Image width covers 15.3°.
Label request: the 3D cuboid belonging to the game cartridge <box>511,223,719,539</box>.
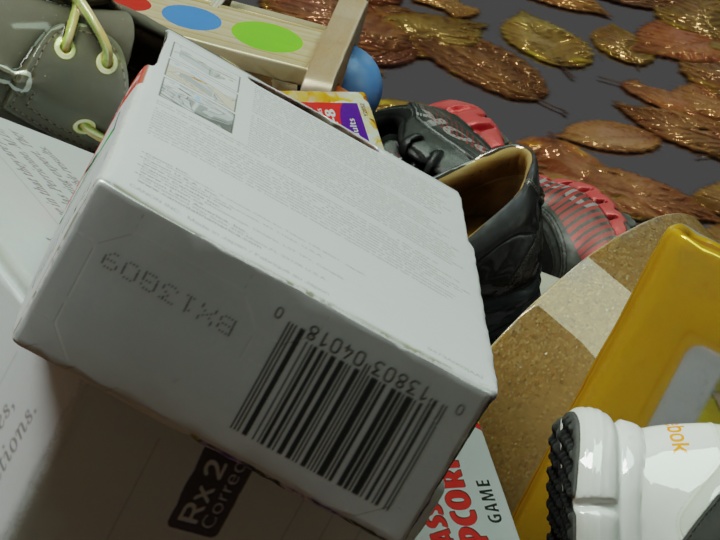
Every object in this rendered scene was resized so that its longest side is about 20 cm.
[{"bbox_3d":[0.125,0.114,0.826,0.176,0.201,0.032,29,10,8],"label":"game cartridge"}]

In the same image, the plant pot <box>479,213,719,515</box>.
[{"bbox_3d":[0.130,0.114,0.919,0.200,0.187,0.186,40,33,20],"label":"plant pot"}]

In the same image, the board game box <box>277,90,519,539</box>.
[{"bbox_3d":[-0.019,0.068,0.845,0.046,0.152,0.201,-1,57,-30],"label":"board game box"}]

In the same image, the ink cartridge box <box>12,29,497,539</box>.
[{"bbox_3d":[-0.025,-0.004,0.724,0.109,0.051,0.200,29,13,-8],"label":"ink cartridge box"}]

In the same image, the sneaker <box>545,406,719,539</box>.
[{"bbox_3d":[0.096,0.139,0.786,0.079,0.201,0.074,-1,14,-4],"label":"sneaker"}]

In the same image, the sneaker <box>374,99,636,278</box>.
[{"bbox_3d":[0.054,-0.025,1.266,0.097,0.071,0.200,4,23,-36],"label":"sneaker"}]

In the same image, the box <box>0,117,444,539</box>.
[{"bbox_3d":[-0.112,0.078,0.779,0.130,0.200,0.200,20,16,-38],"label":"box"}]

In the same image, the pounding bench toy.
[{"bbox_3d":[-0.079,-0.049,1.190,0.155,0.125,0.200,15,24,2],"label":"pounding bench toy"}]

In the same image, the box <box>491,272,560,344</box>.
[{"bbox_3d":[0.027,0.058,1.085,0.082,0.069,0.200,21,25,17],"label":"box"}]

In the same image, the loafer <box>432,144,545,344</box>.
[{"bbox_3d":[0.000,0.000,1.025,0.073,0.073,0.200,25,29,29],"label":"loafer"}]

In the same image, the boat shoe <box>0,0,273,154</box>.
[{"bbox_3d":[-0.092,-0.064,0.876,0.201,0.060,0.072,30,34,-40],"label":"boat shoe"}]
